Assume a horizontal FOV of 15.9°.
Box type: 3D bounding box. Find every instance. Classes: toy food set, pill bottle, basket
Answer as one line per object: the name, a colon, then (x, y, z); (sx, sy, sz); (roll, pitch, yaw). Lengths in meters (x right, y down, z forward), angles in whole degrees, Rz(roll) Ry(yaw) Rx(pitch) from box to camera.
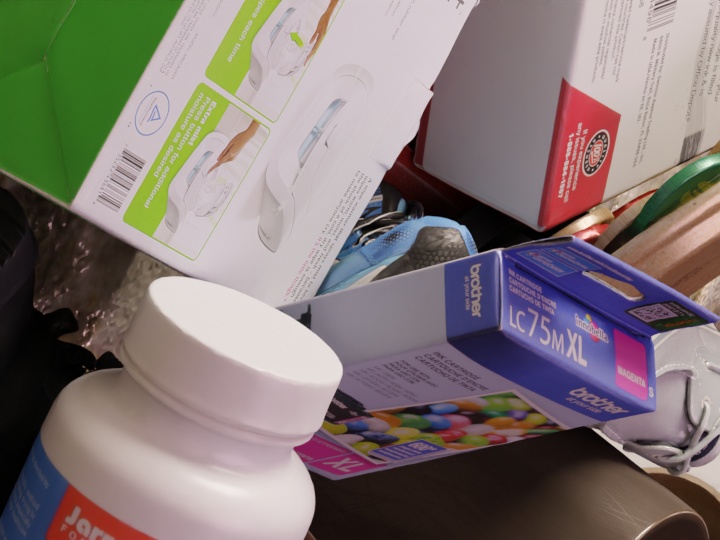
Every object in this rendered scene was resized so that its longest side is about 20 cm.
toy food set: (0.142, -0.017, 1.207); (0.198, 0.049, 0.200); (-30, 170, -24)
pill bottle: (-0.085, 0.108, 0.999); (0.112, 0.112, 0.201); (2, 117, -55)
basket: (0.056, 0.124, 1.245); (0.136, 0.200, 0.181); (27, 91, -57)

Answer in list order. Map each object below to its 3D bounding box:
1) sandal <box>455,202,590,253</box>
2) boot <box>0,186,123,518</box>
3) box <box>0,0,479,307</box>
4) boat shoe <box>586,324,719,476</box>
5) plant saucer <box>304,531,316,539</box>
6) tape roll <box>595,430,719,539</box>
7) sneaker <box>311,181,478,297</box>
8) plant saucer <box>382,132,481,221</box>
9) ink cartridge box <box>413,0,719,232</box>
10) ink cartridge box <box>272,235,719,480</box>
sandal: (0.078, -0.009, 1.279); (0.075, 0.048, 0.200); (-44, 172, 26)
boot: (-0.180, 0.072, 1.002); (0.198, 0.073, 0.163); (-44, 149, -24)
box: (-0.050, -0.100, 1.028); (0.201, 0.096, 0.176); (-62, 148, -1)
boat shoe: (0.149, 0.059, 1.224); (0.070, 0.072, 0.201); (-43, 166, 15)
plant saucer: (-0.091, 0.179, 1.103); (0.201, 0.200, 0.037); (-54, -171, -13)
tape roll: (0.169, 0.194, 1.455); (0.203, 0.202, 0.139); (-48, 145, -22)
sneaker: (0.000, 0.000, 1.137); (0.078, 0.200, 0.090); (7, 77, -17)
plant saucer: (0.048, -0.122, 1.209); (0.200, 0.037, 0.200); (-61, 148, -3)
ink cartridge box: (0.126, -0.123, 1.204); (0.200, 0.084, 0.145); (-24, 132, -44)
ink cartridge box: (0.034, 0.039, 1.050); (0.119, 0.199, 0.042); (28, 53, -48)
